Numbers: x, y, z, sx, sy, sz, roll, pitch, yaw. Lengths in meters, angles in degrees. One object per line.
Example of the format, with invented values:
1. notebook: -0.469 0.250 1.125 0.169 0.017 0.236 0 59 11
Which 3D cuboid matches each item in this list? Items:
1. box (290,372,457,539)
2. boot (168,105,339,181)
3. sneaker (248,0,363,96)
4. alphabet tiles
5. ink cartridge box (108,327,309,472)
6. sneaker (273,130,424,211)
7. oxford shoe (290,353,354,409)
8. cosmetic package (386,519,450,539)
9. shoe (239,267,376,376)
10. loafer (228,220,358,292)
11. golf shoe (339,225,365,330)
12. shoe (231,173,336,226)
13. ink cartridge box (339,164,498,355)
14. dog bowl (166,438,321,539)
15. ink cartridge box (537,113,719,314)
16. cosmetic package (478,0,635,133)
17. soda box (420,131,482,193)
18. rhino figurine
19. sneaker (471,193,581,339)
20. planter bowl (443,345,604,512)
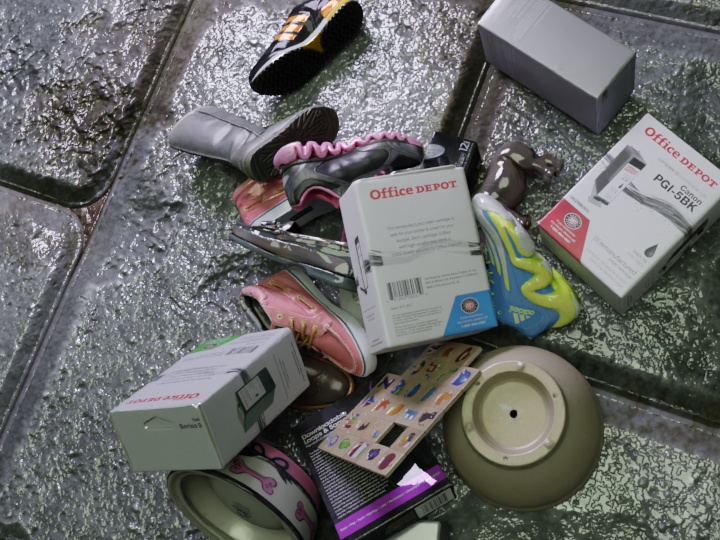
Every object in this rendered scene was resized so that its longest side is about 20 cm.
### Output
1. box: 0.011 0.231 1.164 0.142 0.036 0.201 -29 43 -3
2. boot: -0.153 -0.198 1.363 0.181 0.073 0.199 -29 31 -30
3. sneaker: -0.091 -0.340 1.407 0.200 0.070 0.090 -40 53 0
4. alphabet tiles: 0.054 0.156 1.138 0.200 0.167 0.008 -44 110 -21
5. ink cartridge box: -0.176 0.153 1.140 0.145 0.200 0.085 -10 106 32
6. sneaker: -0.010 -0.122 1.241 0.197 0.079 0.097 -9 72 -4
7. oxford shoe: -0.106 0.135 1.255 0.198 0.073 0.072 10 76 18
8. cosmetic package: 0.047 0.396 1.130 0.105 0.090 0.202 2 71 16
9. shoe: -0.071 0.077 1.231 0.090 0.072 0.200 -22 51 -33
10. loafer: -0.077 -0.033 1.238 0.198 0.072 0.064 23 94 21
11. golf shoe: 0.000 0.000 1.260 0.074 0.092 0.203 -5 74 12
12. shoe: -0.081 -0.119 1.327 0.199 0.072 0.091 -31 60 -2
13. ink cartridge box: 0.068 -0.013 1.161 0.144 0.084 0.202 -9 82 -16
14. dog bowl: -0.134 0.277 1.163 0.198 0.201 0.074 18 51 19
15. ink cartridge box: 0.342 -0.071 1.192 0.200 0.083 0.147 -45 67 -1
16. cosmetic package: 0.259 -0.281 1.260 0.199 0.107 0.091 36 84 20
17. soda box: 0.098 -0.076 1.266 0.063 0.071 0.202 17 78 18
18. rhino figurine: 0.181 -0.081 1.252 0.087 0.060 0.201 29 84 17
19. sneaker: 0.182 0.005 1.189 0.105 0.076 0.200 -40 95 12
20. planter bowl: 0.186 0.179 1.131 0.198 0.135 0.203 -4 73 14
